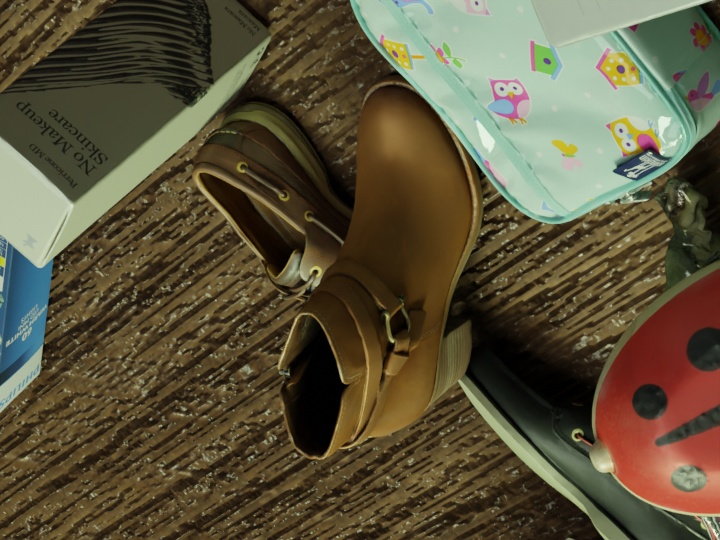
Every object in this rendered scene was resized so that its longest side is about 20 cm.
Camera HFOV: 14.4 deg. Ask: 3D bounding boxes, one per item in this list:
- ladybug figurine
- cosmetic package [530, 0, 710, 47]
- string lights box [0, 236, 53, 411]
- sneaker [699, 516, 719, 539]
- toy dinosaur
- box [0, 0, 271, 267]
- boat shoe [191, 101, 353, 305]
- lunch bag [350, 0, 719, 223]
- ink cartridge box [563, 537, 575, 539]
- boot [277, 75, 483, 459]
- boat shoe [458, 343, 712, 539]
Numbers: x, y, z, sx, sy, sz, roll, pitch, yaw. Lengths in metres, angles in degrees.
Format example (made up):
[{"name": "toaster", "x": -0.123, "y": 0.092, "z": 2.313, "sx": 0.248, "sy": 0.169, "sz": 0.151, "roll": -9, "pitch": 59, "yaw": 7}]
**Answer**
[{"name": "ladybug figurine", "x": 0.214, "y": 0.061, "z": 1.510, "sx": 0.200, "sy": 0.072, "sz": 0.136, "roll": -30, "pitch": 93, "yaw": 4}, {"name": "cosmetic package", "x": 0.173, "y": -0.221, "z": 1.293, "sx": 0.200, "sy": 0.167, "sz": 0.167, "roll": -14, "pitch": 102, "yaw": 45}, {"name": "string lights box", "x": -0.263, "y": -0.005, "z": 1.913, "sx": 0.103, "sy": 0.059, "sz": 0.200, "roll": 28, "pitch": 137, "yaw": 15}, {"name": "sneaker", "x": 0.232, "y": 0.152, "z": 1.609, "sx": 0.081, "sy": 0.075, "sz": 0.200, "roll": -5, "pitch": 135, "yaw": 42}, {"name": "toy dinosaur", "x": 0.201, "y": 0.031, "z": 1.588, "sx": 0.088, "sy": 0.047, "sz": 0.200, "roll": 22, "pitch": 131, "yaw": 27}, {"name": "box", "x": -0.144, "y": -0.095, "z": 1.639, "sx": 0.082, "sy": 0.200, "sz": 0.068, "roll": 40, "pitch": 138, "yaw": 4}, {"name": "boat shoe", "x": -0.028, "y": -0.007, "z": 1.721, "sx": 0.200, "sy": 0.068, "sz": 0.072, "roll": 50, "pitch": 138, "yaw": -7}, {"name": "lunch bag", "x": 0.095, "y": -0.121, "z": 1.522, "sx": 0.200, "sy": 0.077, "sz": 0.160, "roll": 51, "pitch": 138, "yaw": -9}, {"name": "ink cartridge box", "x": 0.148, "y": 0.272, "z": 1.738, "sx": 0.128, "sy": 0.125, "sz": 0.200, "roll": 25, "pitch": 149, "yaw": 21}, {"name": "boot", "x": 0.000, "y": 0.000, "z": 1.619, "sx": 0.077, "sy": 0.155, "sz": 0.200, "roll": 10, "pitch": 111, "yaw": 30}, {"name": "boat shoe", "x": 0.136, "y": 0.111, "z": 1.699, "sx": 0.201, "sy": 0.063, "sz": 0.074, "roll": 43, "pitch": 179, "yaw": 19}]
